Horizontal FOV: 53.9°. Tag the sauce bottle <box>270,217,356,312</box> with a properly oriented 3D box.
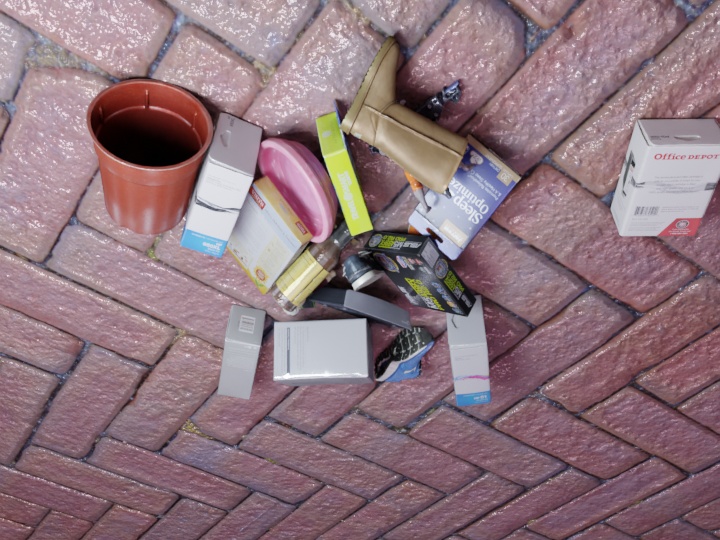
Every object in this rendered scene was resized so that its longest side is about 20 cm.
[{"bbox_3d":[-0.082,-0.013,1.322,0.200,0.065,0.065,-44,123,5],"label":"sauce bottle"}]

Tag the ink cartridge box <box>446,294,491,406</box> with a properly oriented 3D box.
[{"bbox_3d":[0.236,0.175,1.549,0.082,0.147,0.203,-7,134,8],"label":"ink cartridge box"}]

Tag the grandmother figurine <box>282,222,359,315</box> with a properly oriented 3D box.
[{"bbox_3d":[-0.091,0.001,1.390,0.120,0.061,0.202,31,100,-38],"label":"grandmother figurine"}]

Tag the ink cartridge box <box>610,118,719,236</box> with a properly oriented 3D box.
[{"bbox_3d":[0.546,-0.164,1.262,0.143,0.084,0.203,0,134,1],"label":"ink cartridge box"}]

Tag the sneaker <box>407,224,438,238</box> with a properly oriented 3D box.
[{"bbox_3d":[0.165,-0.101,1.338,0.072,0.078,0.198,34,127,-30],"label":"sneaker"}]

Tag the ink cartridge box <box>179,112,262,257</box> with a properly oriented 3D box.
[{"bbox_3d":[-0.247,-0.149,1.252,0.082,0.147,0.201,17,133,-17],"label":"ink cartridge box"}]

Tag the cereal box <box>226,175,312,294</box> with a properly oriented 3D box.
[{"bbox_3d":[-0.180,-0.061,1.334,0.145,0.039,0.200,51,138,6],"label":"cereal box"}]

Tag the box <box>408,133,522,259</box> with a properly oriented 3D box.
[{"bbox_3d":[0.182,-0.126,1.273,0.120,0.032,0.201,39,113,5],"label":"box"}]

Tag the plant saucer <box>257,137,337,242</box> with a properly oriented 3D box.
[{"bbox_3d":[-0.105,-0.148,1.251,0.050,0.199,0.203,-34,137,-22],"label":"plant saucer"}]

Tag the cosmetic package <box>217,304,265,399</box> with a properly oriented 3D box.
[{"bbox_3d":[-0.270,0.188,1.602,0.088,0.108,0.202,12,131,-11],"label":"cosmetic package"}]

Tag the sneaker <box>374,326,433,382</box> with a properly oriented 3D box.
[{"bbox_3d":[0.113,0.198,1.633,0.087,0.080,0.200,17,140,-25],"label":"sneaker"}]

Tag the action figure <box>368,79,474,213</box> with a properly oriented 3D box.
[{"bbox_3d":[0.107,-0.221,1.195,0.193,0.105,0.199,44,118,-9],"label":"action figure"}]

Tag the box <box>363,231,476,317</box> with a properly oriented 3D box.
[{"bbox_3d":[0.119,0.007,1.405,0.158,0.045,0.200,9,149,48],"label":"box"}]

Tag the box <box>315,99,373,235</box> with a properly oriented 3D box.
[{"bbox_3d":[-0.030,-0.176,1.235,0.047,0.123,0.202,-17,132,3],"label":"box"}]

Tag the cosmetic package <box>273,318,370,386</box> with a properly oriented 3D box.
[{"bbox_3d":[-0.073,0.178,1.520,0.194,0.126,0.200,-1,168,4],"label":"cosmetic package"}]

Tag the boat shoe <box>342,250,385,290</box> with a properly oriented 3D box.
[{"bbox_3d":[0.000,0.000,1.377,0.074,0.200,0.063,-33,86,8],"label":"boat shoe"}]

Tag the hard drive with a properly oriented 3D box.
[{"bbox_3d":[0.004,0.076,1.468,0.198,0.043,0.133,22,170,-40],"label":"hard drive"}]

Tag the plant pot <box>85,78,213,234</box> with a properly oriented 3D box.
[{"bbox_3d":[-0.361,-0.180,1.208,0.196,0.204,0.197,12,142,-11],"label":"plant pot"}]

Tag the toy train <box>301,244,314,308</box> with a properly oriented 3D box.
[{"bbox_3d":[-0.119,-0.002,1.451,0.041,0.057,0.203,-3,134,4],"label":"toy train"}]

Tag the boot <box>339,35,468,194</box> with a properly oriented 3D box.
[{"bbox_3d":[0.086,-0.249,1.138,0.197,0.066,0.178,28,94,-7],"label":"boot"}]
